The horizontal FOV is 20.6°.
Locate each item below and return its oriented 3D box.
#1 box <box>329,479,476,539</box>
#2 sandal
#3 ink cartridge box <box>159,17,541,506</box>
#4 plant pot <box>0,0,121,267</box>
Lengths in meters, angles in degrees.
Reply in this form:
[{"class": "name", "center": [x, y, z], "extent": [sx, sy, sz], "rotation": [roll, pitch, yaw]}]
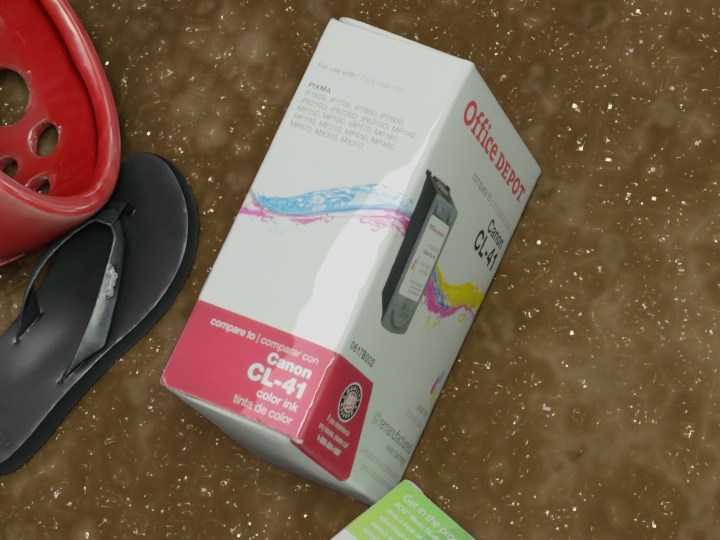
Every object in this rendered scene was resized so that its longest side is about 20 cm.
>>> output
[{"class": "box", "center": [0.002, 0.203, 0.916], "extent": [0.200, 0.036, 0.144], "rotation": [-36, 59, -27]}, {"class": "sandal", "center": [-0.157, 0.023, 1.082], "extent": [0.076, 0.043, 0.201], "rotation": [30, 82, 26]}, {"class": "ink cartridge box", "center": [0.000, 0.000, 0.978], "extent": [0.085, 0.148, 0.201], "rotation": [22, 80, 25]}, {"class": "plant pot", "center": [-0.257, -0.080, 1.068], "extent": [0.182, 0.200, 0.201], "rotation": [-27, 63, 24]}]
